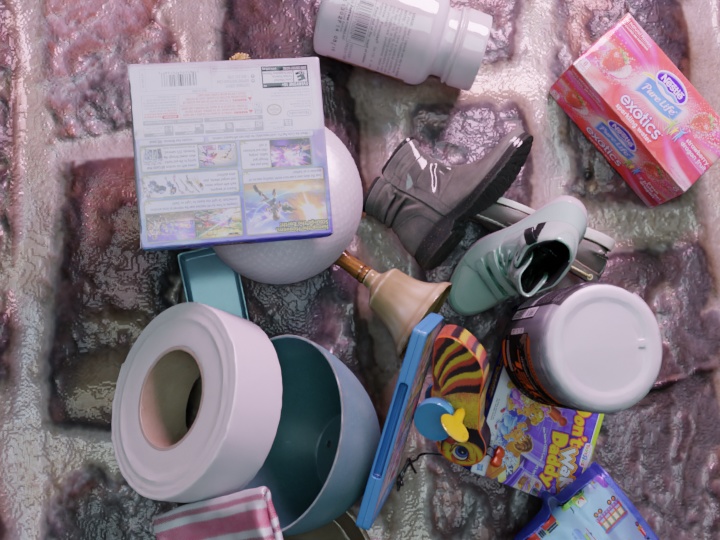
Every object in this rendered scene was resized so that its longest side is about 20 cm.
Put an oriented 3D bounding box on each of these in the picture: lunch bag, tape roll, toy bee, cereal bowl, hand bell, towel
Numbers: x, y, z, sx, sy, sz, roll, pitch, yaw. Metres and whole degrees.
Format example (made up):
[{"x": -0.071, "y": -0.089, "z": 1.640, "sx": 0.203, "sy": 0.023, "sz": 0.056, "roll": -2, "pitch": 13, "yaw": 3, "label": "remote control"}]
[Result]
[{"x": 0.259, "y": 0.330, "z": 0.889, "sx": 0.150, "sy": 0.094, "sz": 0.202, "roll": -38, "pitch": 99, "yaw": -7, "label": "lunch bag"}, {"x": -0.177, "y": 0.140, "z": 0.847, "sx": 0.199, "sy": 0.070, "sz": 0.207, "roll": -15, "pitch": 66, "yaw": 35, "label": "tape roll"}, {"x": 0.115, "y": 0.165, "z": 0.888, "sx": 0.106, "sy": 0.203, "sz": 0.132, "roll": 17, "pitch": 44, "yaw": 13, "label": "toy bee"}, {"x": -0.098, "y": -0.091, "z": 0.909, "sx": 0.195, "sy": 0.083, "sz": 0.205, "roll": -2, "pitch": 74, "yaw": 8, "label": "cereal bowl"}, {"x": 0.000, "y": 0.000, "z": 0.940, "sx": 0.199, "sy": 0.104, "sz": 0.105, "roll": 37, "pitch": 82, "yaw": 13, "label": "hand bell"}, {"x": -0.126, "y": 0.322, "z": 0.769, "sx": 0.144, "sy": 0.030, "sz": 0.204, "roll": -20, "pitch": 78, "yaw": 24, "label": "towel"}]

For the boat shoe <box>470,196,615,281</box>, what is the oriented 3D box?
[{"x": 0.200, "y": -0.042, "z": 0.954, "sx": 0.198, "sy": 0.072, "sz": 0.062, "roll": 20, "pitch": 92, "yaw": 4, "label": "boat shoe"}]

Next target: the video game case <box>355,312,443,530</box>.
[{"x": 0.044, "y": 0.150, "z": 0.834, "sx": 0.017, "sy": 0.143, "sz": 0.204, "roll": 17, "pitch": 97, "yaw": 10, "label": "video game case"}]

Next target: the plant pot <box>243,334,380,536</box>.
[{"x": -0.052, "y": 0.187, "z": 0.864, "sx": 0.134, "sy": 0.198, "sz": 0.204, "roll": 27, "pitch": 79, "yaw": -45, "label": "plant pot"}]

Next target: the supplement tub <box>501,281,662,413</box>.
[{"x": 0.218, "y": 0.081, "z": 0.831, "sx": 0.119, "sy": 0.200, "sz": 0.126, "roll": 0, "pitch": 83, "yaw": -4, "label": "supplement tub"}]

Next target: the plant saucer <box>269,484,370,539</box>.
[{"x": -0.076, "y": 0.343, "z": 0.882, "sx": 0.195, "sy": 0.030, "sz": 0.204, "roll": 6, "pitch": 64, "yaw": -12, "label": "plant saucer"}]

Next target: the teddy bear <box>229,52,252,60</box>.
[{"x": -0.190, "y": -0.168, "z": 0.906, "sx": 0.067, "sy": 0.144, "sz": 0.202, "roll": 42, "pitch": 80, "yaw": -35, "label": "teddy bear"}]

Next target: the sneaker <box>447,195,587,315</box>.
[{"x": 0.159, "y": 0.002, "z": 0.885, "sx": 0.074, "sy": 0.118, "sz": 0.200, "roll": 46, "pitch": 123, "yaw": -5, "label": "sneaker"}]

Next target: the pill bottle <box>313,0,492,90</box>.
[{"x": 0.050, "y": -0.287, "z": 0.949, "sx": 0.196, "sy": 0.114, "sz": 0.117, "roll": 17, "pitch": 82, "yaw": -2, "label": "pill bottle"}]

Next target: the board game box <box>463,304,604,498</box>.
[{"x": 0.217, "y": 0.160, "z": 0.946, "sx": 0.132, "sy": 0.045, "sz": 0.204, "roll": 20, "pitch": 82, "yaw": -2, "label": "board game box"}]

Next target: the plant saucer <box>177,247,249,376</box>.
[{"x": -0.162, "y": 0.073, "z": 0.941, "sx": 0.068, "sy": 0.019, "sz": 0.205, "roll": -12, "pitch": 85, "yaw": -6, "label": "plant saucer"}]

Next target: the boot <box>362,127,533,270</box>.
[{"x": 0.092, "y": -0.112, "z": 0.918, "sx": 0.131, "sy": 0.067, "sz": 0.201, "roll": 47, "pitch": 106, "yaw": 20, "label": "boot"}]

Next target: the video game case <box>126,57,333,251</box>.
[{"x": -0.133, "y": -0.120, "z": 0.826, "sx": 0.195, "sy": 0.045, "sz": 0.186, "roll": -5, "pitch": 87, "yaw": -10, "label": "video game case"}]

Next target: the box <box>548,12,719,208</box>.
[{"x": 0.340, "y": -0.191, "z": 0.971, "sx": 0.102, "sy": 0.095, "sz": 0.201, "roll": -40, "pitch": 88, "yaw": -8, "label": "box"}]
